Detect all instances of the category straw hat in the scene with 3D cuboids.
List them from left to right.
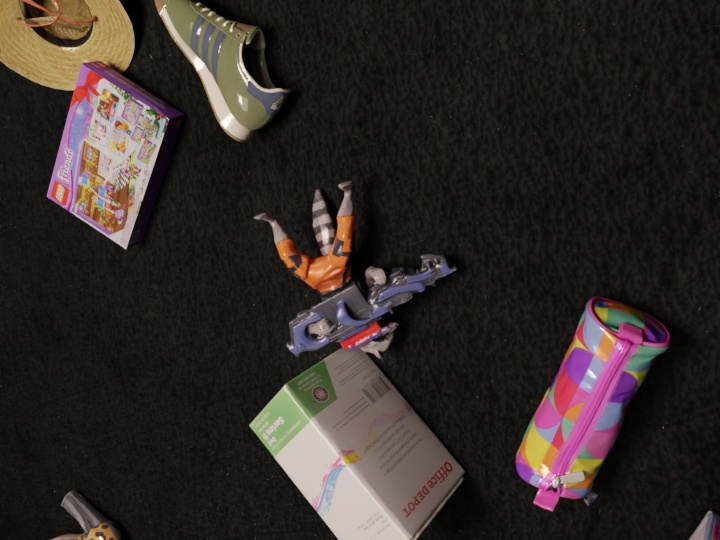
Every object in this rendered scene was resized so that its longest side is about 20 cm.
[{"bbox_3d":[-0.371,-0.329,0.913,0.201,0.201,0.085,-33,45,33],"label":"straw hat"}]

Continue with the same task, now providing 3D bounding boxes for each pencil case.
[{"bbox_3d":[0.215,0.126,0.697,0.088,0.088,0.201,26,115,22],"label":"pencil case"}]

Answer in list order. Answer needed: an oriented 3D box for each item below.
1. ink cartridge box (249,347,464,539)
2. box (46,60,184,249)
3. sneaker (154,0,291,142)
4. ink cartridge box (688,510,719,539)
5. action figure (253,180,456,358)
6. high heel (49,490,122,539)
[{"bbox_3d":[0.000,0.197,0.807,0.200,0.145,0.088,47,122,11],"label":"ink cartridge box"},{"bbox_3d":[-0.319,-0.146,0.953,0.137,0.039,0.200,32,119,7],"label":"box"},{"bbox_3d":[-0.146,-0.252,0.823,0.090,0.067,0.201,-29,88,26],"label":"sneaker"},{"bbox_3d":[0.373,0.336,0.664,0.200,0.076,0.137,32,118,22],"label":"ink cartridge box"},{"bbox_3d":[0.000,0.000,0.805,0.199,0.105,0.194,-20,101,8],"label":"action figure"},{"bbox_3d":[-0.453,0.477,1.199,0.142,0.071,0.201,30,108,28],"label":"high heel"}]
